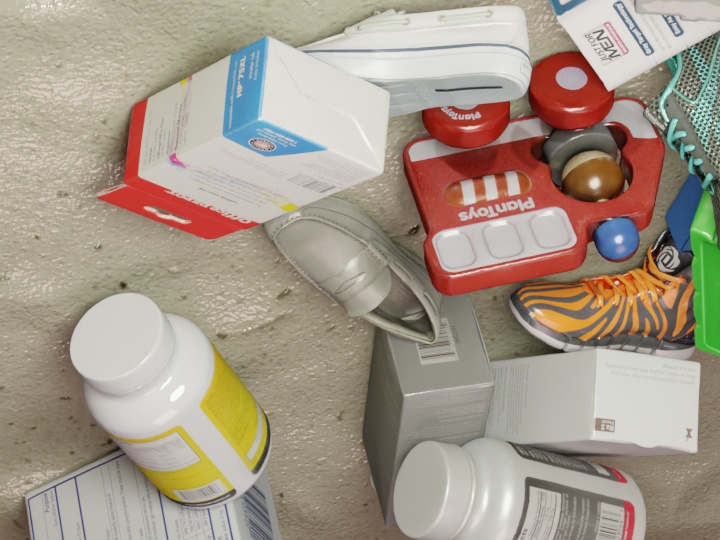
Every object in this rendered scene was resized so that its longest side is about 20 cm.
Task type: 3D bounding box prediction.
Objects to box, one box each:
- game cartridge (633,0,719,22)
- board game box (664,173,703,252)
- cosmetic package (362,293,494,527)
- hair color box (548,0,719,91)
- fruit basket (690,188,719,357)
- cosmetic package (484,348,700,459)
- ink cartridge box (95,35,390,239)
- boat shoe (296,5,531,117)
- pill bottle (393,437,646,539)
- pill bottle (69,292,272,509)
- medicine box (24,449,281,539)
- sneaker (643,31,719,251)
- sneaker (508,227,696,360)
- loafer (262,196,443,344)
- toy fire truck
[{"bbox_3d":[0.287,-0.227,1.351,0.199,0.038,0.130,5,121,7],"label":"game cartridge"},{"bbox_3d":[0.359,-0.093,1.644,0.152,0.045,0.200,3,138,-22],"label":"board game box"},{"bbox_3d":[0.056,0.123,1.747,0.090,0.107,0.200,-8,142,-9],"label":"cosmetic package"},{"bbox_3d":[0.237,-0.221,1.435,0.200,0.061,0.100,-29,139,14],"label":"hair color box"},{"bbox_3d":[0.361,-0.032,1.602,0.216,0.155,0.216,-41,144,-39],"label":"fruit basket"},{"bbox_3d":[0.189,0.117,1.732,0.113,0.081,0.200,9,168,-29],"label":"cosmetic package"},{"bbox_3d":[-0.088,-0.089,1.441,0.116,0.067,0.200,21,153,-37],"label":"ink cartridge box"},{"bbox_3d":[0.026,-0.152,1.441,0.199,0.067,0.074,0,156,13],"label":"boat shoe"},{"bbox_3d":[0.132,0.202,1.694,0.200,0.111,0.111,16,131,-29],"label":"pill bottle"},{"bbox_3d":[-0.157,0.104,1.644,0.112,0.112,0.200,-22,141,8],"label":"pill bottle"},{"bbox_3d":[-0.177,0.251,1.756,0.200,0.183,0.103,-26,140,12],"label":"medicine box"},{"bbox_3d":[0.256,-0.103,1.495,0.091,0.201,0.078,-1,160,1],"label":"sneaker"},{"bbox_3d":[0.226,0.011,1.711,0.199,0.078,0.112,5,129,-32],"label":"sneaker"},{"bbox_3d":[0.000,0.000,1.608,0.070,0.070,0.200,-38,137,25],"label":"loafer"},{"bbox_3d":[0.133,-0.062,1.502,0.199,0.168,0.112,-10,141,-8],"label":"toy fire truck"}]
